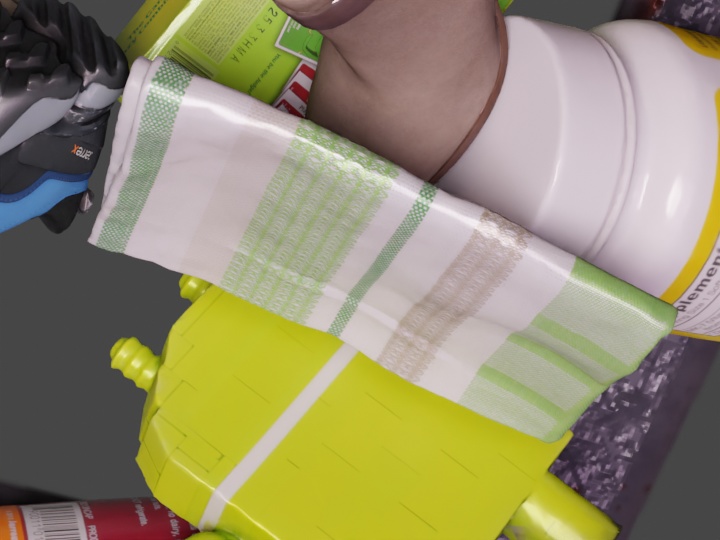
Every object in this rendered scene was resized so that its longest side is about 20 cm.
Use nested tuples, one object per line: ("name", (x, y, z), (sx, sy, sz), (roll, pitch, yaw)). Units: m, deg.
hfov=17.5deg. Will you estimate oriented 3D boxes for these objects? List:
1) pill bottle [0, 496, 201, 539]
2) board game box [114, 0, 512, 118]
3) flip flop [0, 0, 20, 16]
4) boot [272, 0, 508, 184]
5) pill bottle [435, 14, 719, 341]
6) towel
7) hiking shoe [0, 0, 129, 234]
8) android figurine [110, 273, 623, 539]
("pill bottle", (-0.059, 0.144, 0.926), (0.198, 0.113, 0.114), (-2, 111, -14))
("board game box", (0.004, -0.120, 0.877), (0.101, 0.048, 0.200), (36, 98, -25))
("flip flop", (-0.202, -0.087, 0.829), (0.199, 0.058, 0.081), (23, 103, -22))
("boot", (0.004, -0.097, 0.773), (0.070, 0.146, 0.201), (28, 107, 18))
("pill bottle", (0.128, -0.032, 0.889), (0.199, 0.114, 0.115), (10, 108, -30))
("towel", (0.000, 0.000, 0.833), (0.199, 0.149, 0.031), (26, 70, -2))
("hiking shoe", (-0.168, -0.030, 0.786), (0.199, 0.074, 0.087), (-12, 131, -31))
("android figurine", (-0.003, 0.072, 0.895), (0.199, 0.182, 0.041), (34, 143, 8))
